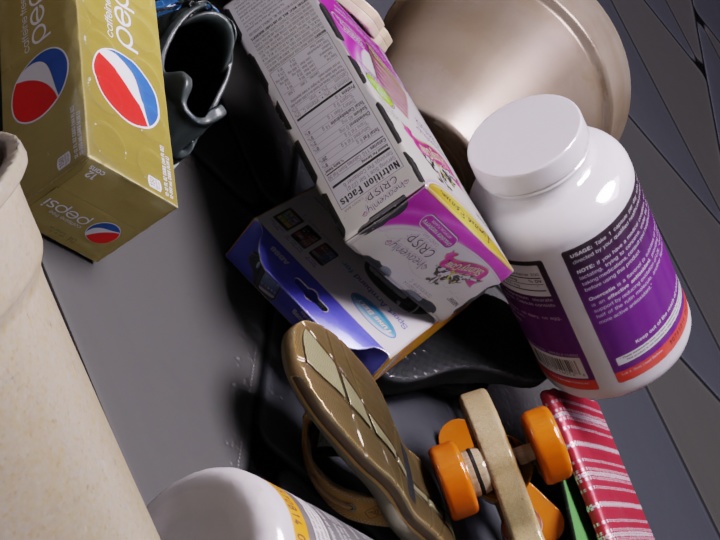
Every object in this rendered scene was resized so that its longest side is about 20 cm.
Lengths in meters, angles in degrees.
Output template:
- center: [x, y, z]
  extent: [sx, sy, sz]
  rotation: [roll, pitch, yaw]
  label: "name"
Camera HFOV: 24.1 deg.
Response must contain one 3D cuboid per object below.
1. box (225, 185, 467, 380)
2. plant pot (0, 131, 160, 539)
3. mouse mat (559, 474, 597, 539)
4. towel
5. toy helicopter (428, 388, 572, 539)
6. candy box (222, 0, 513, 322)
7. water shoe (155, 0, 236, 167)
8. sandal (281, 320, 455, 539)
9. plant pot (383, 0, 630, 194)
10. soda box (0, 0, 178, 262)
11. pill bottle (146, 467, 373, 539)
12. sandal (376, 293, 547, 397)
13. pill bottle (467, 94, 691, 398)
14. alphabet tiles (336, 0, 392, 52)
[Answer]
- center: [0.000, 0.000, 1.067]
  extent: [0.119, 0.042, 0.200]
  rotation: [45, 32, 7]
  label: "box"
- center: [-0.160, 0.081, 0.598]
  extent: [0.184, 0.199, 0.201]
  rotation: [61, 24, -20]
  label: "plant pot"
- center: [0.178, 0.230, 1.151]
  extent: [0.200, 0.007, 0.161]
  rotation: [57, 17, -37]
  label: "mouse mat"
- center: [0.181, 0.182, 1.183]
  extent: [0.201, 0.022, 0.145]
  rotation: [69, 15, 15]
  label: "towel"
- center: [0.101, 0.168, 1.076]
  extent: [0.132, 0.078, 0.201]
  rotation: [-122, -169, -76]
  label: "toy helicopter"
- center: [0.005, -0.081, 1.034]
  extent: [0.136, 0.061, 0.201]
  rotation: [39, 20, -56]
  label: "candy box"
- center: [-0.104, -0.134, 1.022]
  extent: [0.071, 0.079, 0.201]
  rotation: [41, 31, -32]
  label: "water shoe"
- center: [-0.001, 0.114, 0.979]
  extent: [0.081, 0.054, 0.200]
  rotation: [-99, 162, -49]
  label: "sandal"
- center: [0.074, -0.106, 1.216]
  extent: [0.200, 0.200, 0.174]
  rotation: [53, 44, -11]
  label: "plant pot"
- center: [-0.153, -0.110, 0.928]
  extent: [0.068, 0.064, 0.201]
  rotation: [31, 37, -43]
  label: "soda box"
- center: [-0.019, 0.180, 0.799]
  extent: [0.200, 0.116, 0.117]
  rotation: [35, 35, -39]
  label: "pill bottle"
- center: [0.055, 0.055, 1.149]
  extent: [0.200, 0.048, 0.076]
  rotation: [2, 55, -44]
  label: "sandal"
- center: [0.141, -0.016, 1.111]
  extent: [0.113, 0.112, 0.201]
  rotation: [-88, 156, -48]
  label: "pill bottle"
- center: [-0.060, -0.221, 1.147]
  extent: [0.200, 0.015, 0.196]
  rotation: [40, 1, 10]
  label: "alphabet tiles"
